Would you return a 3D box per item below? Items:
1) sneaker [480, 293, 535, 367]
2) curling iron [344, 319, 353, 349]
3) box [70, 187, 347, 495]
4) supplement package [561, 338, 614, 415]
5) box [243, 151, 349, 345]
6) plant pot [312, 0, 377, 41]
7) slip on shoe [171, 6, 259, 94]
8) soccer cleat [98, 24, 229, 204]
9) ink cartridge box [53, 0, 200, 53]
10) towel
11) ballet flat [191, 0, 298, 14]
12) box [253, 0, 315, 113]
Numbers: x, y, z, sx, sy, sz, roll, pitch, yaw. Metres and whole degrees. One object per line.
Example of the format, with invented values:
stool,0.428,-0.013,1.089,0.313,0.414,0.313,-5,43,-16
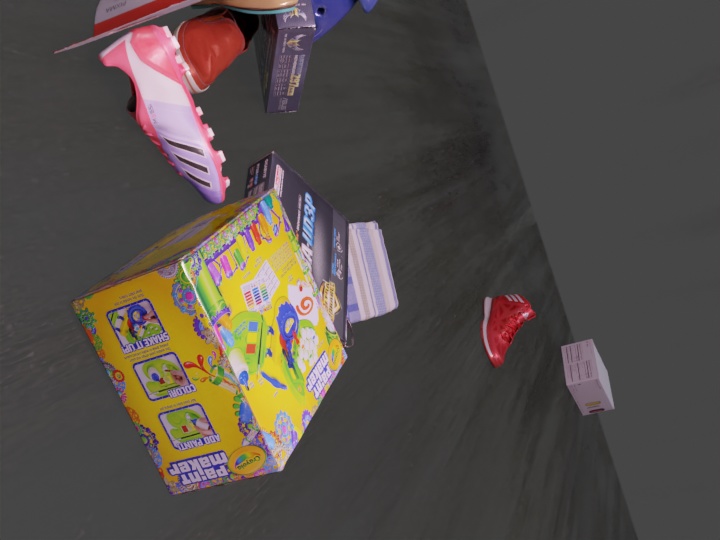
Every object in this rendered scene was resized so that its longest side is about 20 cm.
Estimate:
sneaker,0.337,0.123,1.765,0.079,0.114,0.202,53,29,-38
curling iron,-0.056,0.084,0.983,0.199,0.025,0.050,-4,75,-67
box,-0.123,0.058,0.718,0.195,0.120,0.200,67,22,-14
supplement package,0.756,0.357,2.594,0.201,0.109,0.158,52,30,-40
box,-0.078,-0.020,0.949,0.159,0.046,0.203,41,37,-38
plant pot,-0.065,-0.462,1.153,0.202,0.177,0.201,62,25,-27
slip on shoe,-0.171,-0.271,0.922,0.075,0.060,0.201,63,26,-26
soccer cleat,-0.194,-0.149,0.795,0.067,0.075,0.202,53,-16,49
ink cartridge box,-0.189,-0.271,0.747,0.200,0.159,0.051,-59,133,-61
towel,0.000,0.000,1.181,0.199,0.023,0.150,-11,87,-66
ballet flat,-0.145,-0.324,0.875,0.068,0.198,0.064,-26,122,-36
box,-0.103,-0.318,0.992,0.200,0.050,0.161,120,-38,-69
